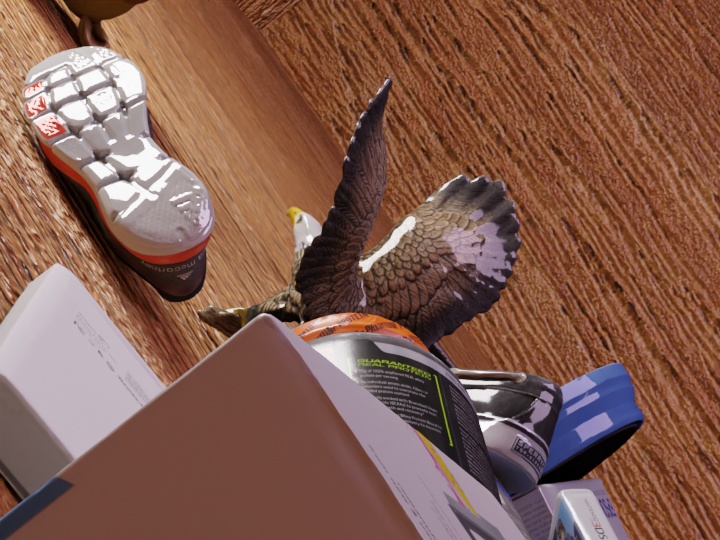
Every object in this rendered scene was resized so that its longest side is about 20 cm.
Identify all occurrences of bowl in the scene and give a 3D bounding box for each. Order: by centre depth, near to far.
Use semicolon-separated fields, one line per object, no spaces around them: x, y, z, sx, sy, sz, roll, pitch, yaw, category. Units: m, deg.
0.091;0.131;1.136;0.039;0.200;0.201;56;6;14;bowl

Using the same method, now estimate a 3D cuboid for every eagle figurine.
-0.004;-0.006;1.180;0.151;0.200;0.152;53;12;9;eagle figurine

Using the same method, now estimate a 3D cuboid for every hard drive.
-0.105;0.072;0.763;0.132;0.026;0.200;52;5;-10;hard drive

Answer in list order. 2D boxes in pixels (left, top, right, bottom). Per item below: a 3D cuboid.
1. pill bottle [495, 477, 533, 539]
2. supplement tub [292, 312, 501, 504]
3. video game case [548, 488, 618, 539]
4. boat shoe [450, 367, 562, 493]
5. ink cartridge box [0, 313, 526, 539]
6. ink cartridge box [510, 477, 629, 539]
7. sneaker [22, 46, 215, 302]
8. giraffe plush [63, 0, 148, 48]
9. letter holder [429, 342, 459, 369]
0.049;0.184;0.902;0.114;0.114;0.200;50;6;-27;pill bottle
0.002;0.109;0.816;0.123;0.122;0.200;50;14;-25;supplement tub
0.119;0.242;0.907;0.182;0.023;0.201;-113;-154;-58;video game case
0.022;0.078;1.040;0.199;0.068;0.074;-2;-39;40;boat shoe
-0.009;0.137;0.512;0.146;0.147;0.200;55;5;28;ink cartridge box
0.154;0.220;1.079;0.201;0.043;0.196;63;12;12;ink cartridge box
-0.149;-0.055;1.106;0.082;0.077;0.200;88;-23;-48;sneaker
-0.222;-0.271;1.502;0.199;0.173;0.162;13;-35;38;giraffe plush
0.080;0.160;1.420;0.200;0.100;0.142;53;3;3;letter holder
